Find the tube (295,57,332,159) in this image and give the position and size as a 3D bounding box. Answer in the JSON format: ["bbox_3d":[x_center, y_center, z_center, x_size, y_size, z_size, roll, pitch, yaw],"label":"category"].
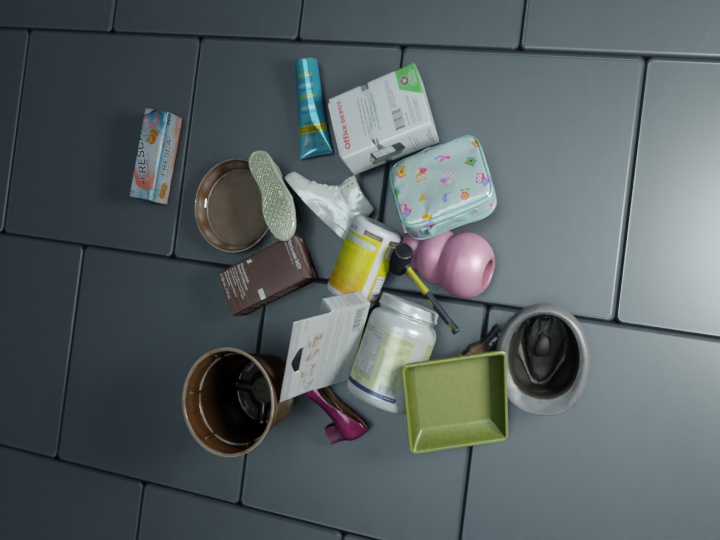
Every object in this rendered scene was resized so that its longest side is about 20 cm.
[{"bbox_3d":[-0.107,-0.350,1.428,0.075,0.050,0.207,-6,91,22],"label":"tube"}]

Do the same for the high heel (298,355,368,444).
[{"bbox_3d":[-0.057,0.257,1.370,0.094,0.067,0.205,-22,96,22],"label":"high heel"}]

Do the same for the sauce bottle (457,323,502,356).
[{"bbox_3d":[0.214,0.191,1.301,0.065,0.065,0.201,42,99,13],"label":"sauce bottle"}]

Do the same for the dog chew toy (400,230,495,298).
[{"bbox_3d":[0.163,-0.025,1.299,0.196,0.124,0.128,20,93,28],"label":"dog chew toy"}]

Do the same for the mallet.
[{"bbox_3d":[0.120,0.043,1.265,0.040,0.066,0.203,-28,76,-24],"label":"mallet"}]

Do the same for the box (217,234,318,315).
[{"bbox_3d":[-0.199,0.013,1.419,0.196,0.075,0.103,-26,80,11],"label":"box"}]

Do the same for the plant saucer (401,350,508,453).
[{"bbox_3d":[0.178,0.240,1.247,0.193,0.048,0.206,-8,115,0],"label":"plant saucer"}]

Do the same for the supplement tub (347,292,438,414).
[{"bbox_3d":[0.067,0.162,1.301,0.141,0.145,0.206,20,92,15],"label":"supplement tub"}]

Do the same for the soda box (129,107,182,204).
[{"bbox_3d":[-0.466,-0.258,1.504,0.062,0.068,0.207,11,91,15],"label":"soda box"}]

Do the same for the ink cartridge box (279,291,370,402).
[{"bbox_3d":[-0.078,0.146,1.276,0.045,0.172,0.205,46,134,40],"label":"ink cartridge box"}]

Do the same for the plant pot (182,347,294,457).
[{"bbox_3d":[-0.232,0.255,1.352,0.193,0.198,0.208,-1,88,14],"label":"plant pot"}]

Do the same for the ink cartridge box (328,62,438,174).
[{"bbox_3d":[0.046,-0.307,1.347,0.194,0.084,0.150,-18,69,14],"label":"ink cartridge box"}]

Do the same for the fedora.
[{"bbox_3d":[0.346,0.161,1.252,0.171,0.090,0.208,-2,94,16],"label":"fedora"}]

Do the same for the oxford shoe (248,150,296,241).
[{"bbox_3d":[-0.181,-0.157,1.394,0.073,0.058,0.205,-24,77,6],"label":"oxford shoe"}]

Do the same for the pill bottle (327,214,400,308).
[{"bbox_3d":[0.000,0.000,1.340,0.107,0.109,0.205,25,100,15],"label":"pill bottle"}]

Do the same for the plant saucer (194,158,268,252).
[{"bbox_3d":[-0.276,-0.143,1.467,0.193,0.034,0.208,0,88,15],"label":"plant saucer"}]

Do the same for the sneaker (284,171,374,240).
[{"bbox_3d":[-0.060,-0.166,1.395,0.199,0.074,0.116,42,94,6],"label":"sneaker"}]

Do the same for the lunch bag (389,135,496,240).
[{"bbox_3d":[0.156,-0.152,1.266,0.195,0.077,0.165,-20,66,13],"label":"lunch bag"}]

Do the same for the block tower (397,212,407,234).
[{"bbox_3d":[0.169,-0.133,1.333,0.195,0.058,0.056,-20,82,15],"label":"block tower"}]
